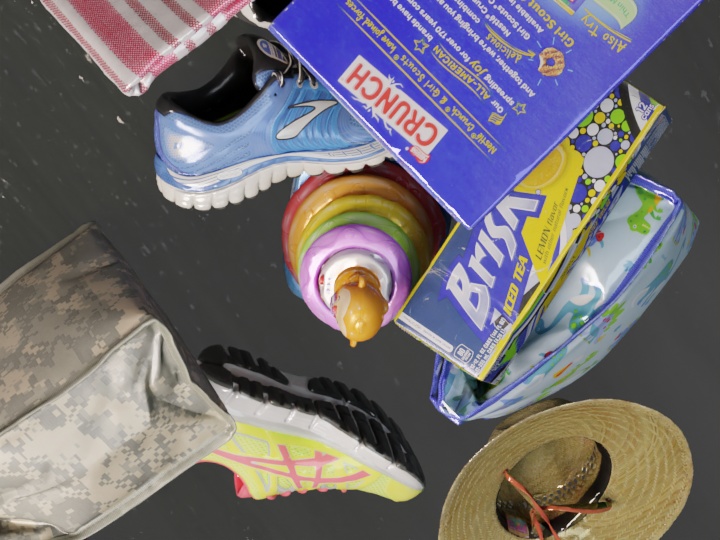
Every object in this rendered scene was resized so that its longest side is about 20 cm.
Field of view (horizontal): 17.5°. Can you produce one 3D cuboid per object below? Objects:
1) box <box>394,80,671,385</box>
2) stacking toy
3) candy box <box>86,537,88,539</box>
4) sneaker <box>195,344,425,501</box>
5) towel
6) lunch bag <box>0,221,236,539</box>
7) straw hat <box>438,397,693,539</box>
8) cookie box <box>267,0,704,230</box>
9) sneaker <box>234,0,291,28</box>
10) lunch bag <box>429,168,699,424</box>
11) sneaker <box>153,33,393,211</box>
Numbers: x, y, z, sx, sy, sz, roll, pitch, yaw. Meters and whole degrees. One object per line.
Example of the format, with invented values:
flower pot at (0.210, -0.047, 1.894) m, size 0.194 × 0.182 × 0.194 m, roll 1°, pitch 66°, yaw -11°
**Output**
box at (0.106, -0.031, 1.433) m, size 0.200 × 0.070 × 0.064 m, roll -57°, pitch 166°, yaw 2°
stacking toy at (0.000, 0.000, 1.466) m, size 0.110 × 0.200 × 0.116 m, roll 9°, pitch 110°, yaw -1°
candy box at (-0.207, 0.301, 1.618) m, size 0.136 × 0.061 × 0.200 m, roll -27°, pitch 124°, yaw -11°
sneaker at (-0.047, 0.122, 1.602) m, size 0.200 × 0.078 × 0.090 m, roll 25°, pitch 111°, yaw -26°
towel at (-0.090, -0.196, 1.372) m, size 0.200 × 0.146 × 0.030 m, roll -39°, pitch 137°, yaw -3°
lunch bag at (-0.199, 0.090, 1.452) m, size 0.200 × 0.164 × 0.118 m, roll -36°, pitch 121°, yaw -4°
straw hat at (0.132, 0.143, 1.682) m, size 0.201 × 0.085 × 0.201 m, roll -9°, pitch 129°, yaw -11°
cookie box at (0.075, -0.153, 1.367) m, size 0.200 × 0.075 × 0.171 m, roll -44°, pitch 90°, yaw 4°
sneaker at (-0.003, -0.175, 1.463) m, size 0.200 × 0.080 × 0.074 m, roll -6°, pitch 115°, yaw -24°
lunch bag at (0.122, 0.013, 1.546) m, size 0.200 × 0.127 × 0.170 m, roll -58°, pitch 166°, yaw 5°
sneaker at (-0.038, -0.108, 1.481) m, size 0.200 × 0.079 × 0.089 m, roll -20°, pitch 124°, yaw -15°
